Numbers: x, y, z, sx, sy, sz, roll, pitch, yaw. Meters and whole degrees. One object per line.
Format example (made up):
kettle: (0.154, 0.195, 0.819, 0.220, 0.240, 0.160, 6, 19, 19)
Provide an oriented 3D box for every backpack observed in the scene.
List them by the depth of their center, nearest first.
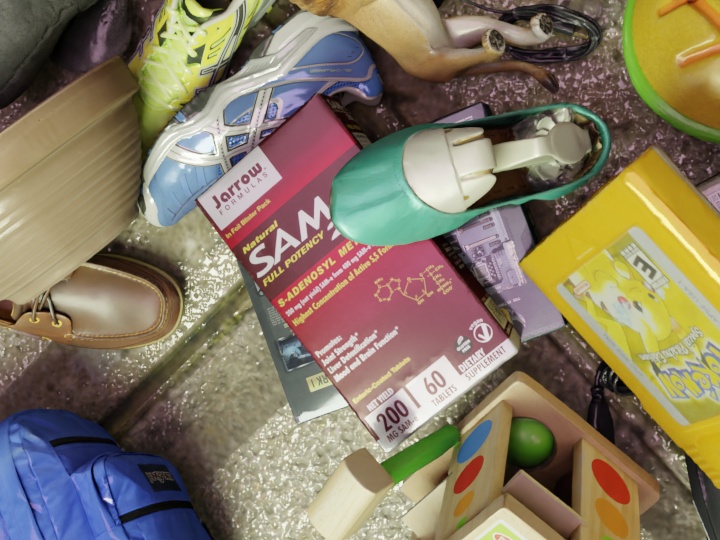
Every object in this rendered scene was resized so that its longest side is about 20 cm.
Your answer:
backpack: (-0.197, 0.191, 0.787, 0.167, 0.163, 0.201, -33, 73, 4)

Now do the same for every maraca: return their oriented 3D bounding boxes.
maraca: (0.237, -0.165, 0.693, 0.136, 0.107, 0.201, 24, 72, 7)

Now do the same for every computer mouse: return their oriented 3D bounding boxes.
computer mouse: (0.222, 0.138, 0.740, 0.139, 0.046, 0.202, -9, 91, 13)
computer mouse: (0.068, -0.189, 0.764, 0.198, 0.034, 0.059, 24, 129, 4)

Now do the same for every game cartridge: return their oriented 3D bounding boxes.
game cartridge: (0.187, 0.041, 0.639, 0.032, 0.176, 0.200, -38, 84, -18)

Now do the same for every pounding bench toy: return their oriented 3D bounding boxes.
pounding bench toy: (0.071, 0.143, 0.696, 0.199, 0.156, 0.124, 39, 118, -9)

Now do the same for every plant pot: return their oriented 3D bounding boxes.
plant pot: (-0.210, -0.044, 0.742, 0.200, 0.201, 0.093, -35, 103, 13)

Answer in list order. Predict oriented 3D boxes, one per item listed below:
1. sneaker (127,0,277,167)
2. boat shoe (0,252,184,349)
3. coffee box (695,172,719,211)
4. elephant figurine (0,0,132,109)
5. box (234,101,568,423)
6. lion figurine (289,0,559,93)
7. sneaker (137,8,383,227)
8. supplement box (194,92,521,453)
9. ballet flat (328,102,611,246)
sneaker: (-0.122, -0.160, 0.786, 0.075, 0.076, 0.201, 32, 102, 7)
boat shoe: (-0.227, 0.020, 0.825, 0.198, 0.068, 0.073, 9, 95, 12)
coffee box: (0.284, -0.049, 0.681, 0.199, 0.113, 0.080, -28, 87, 14)
elephant figurine: (-0.217, -0.203, 0.779, 0.198, 0.142, 0.156, -25, 105, 4)
box: (0.022, -0.003, 0.775, 0.198, 0.051, 0.159, -22, 88, 12)
lion figurine: (0.027, -0.165, 0.726, 0.200, 0.073, 0.122, 42, 147, -26)
sneaker: (-0.071, -0.093, 0.778, 0.200, 0.076, 0.077, -41, 82, 12)
supplement box: (0.000, 0.000, 0.722, 0.109, 0.061, 0.201, -39, 86, 11)
ballet flat: (0.073, -0.066, 0.678, 0.070, 0.199, 0.068, -30, 78, 57)
